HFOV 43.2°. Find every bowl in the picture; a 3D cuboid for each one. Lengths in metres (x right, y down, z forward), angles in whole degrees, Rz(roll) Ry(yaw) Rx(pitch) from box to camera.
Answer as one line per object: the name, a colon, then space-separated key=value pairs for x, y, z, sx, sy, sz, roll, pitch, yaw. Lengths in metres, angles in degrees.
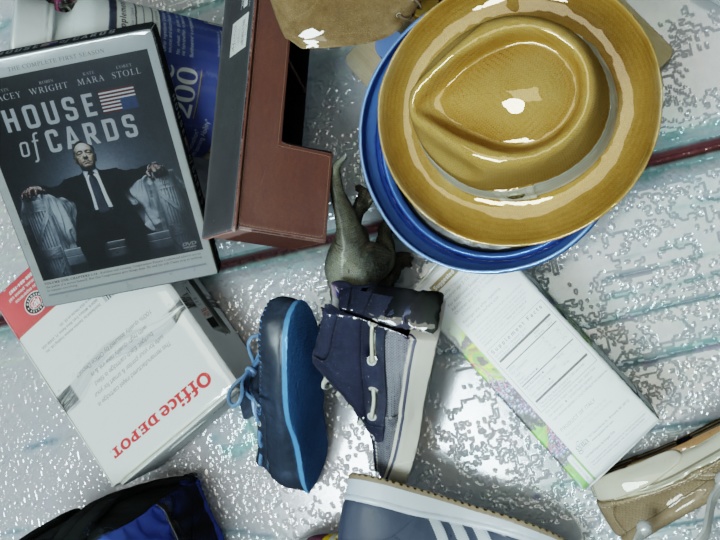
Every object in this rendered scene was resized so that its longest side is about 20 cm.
bowl: x=0.097 y=-0.099 z=0.670 sx=0.197 sy=0.039 sz=0.205 roll=0 pitch=90 yaw=19

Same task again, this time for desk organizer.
desk organizer: x=-0.066 y=-0.121 z=0.697 sx=0.076 sy=0.071 sz=0.204 roll=8 pitch=83 yaw=-28

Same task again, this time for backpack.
backpack: x=-0.200 y=0.269 z=0.738 sx=0.161 sy=0.200 sz=0.170 roll=-29 pitch=82 yaw=11

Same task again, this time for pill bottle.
pill bottle: x=-0.183 y=-0.158 z=0.743 sx=0.197 sy=0.111 sz=0.113 roll=7 pitch=90 yaw=-24

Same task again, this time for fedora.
fedora: x=0.097 y=-0.111 z=0.604 sx=0.197 sy=0.082 sz=0.205 roll=0 pitch=90 yaw=19

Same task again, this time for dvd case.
dvd case: x=-0.203 y=-0.075 z=0.700 sx=0.148 sy=0.025 sz=0.203 roll=-11 pitch=119 yaw=1

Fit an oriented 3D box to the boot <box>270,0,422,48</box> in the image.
boot: x=0.031 y=-0.211 z=0.659 sx=0.197 sy=0.074 sz=0.077 roll=-13 pitch=105 yaw=-2

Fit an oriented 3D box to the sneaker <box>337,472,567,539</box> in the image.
sneaker: x=0.071 y=0.238 z=0.707 sx=0.197 sy=0.070 sz=0.110 roll=18 pitch=70 yaw=-5

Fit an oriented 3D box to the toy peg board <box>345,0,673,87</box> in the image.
toy peg board: x=0.110 y=-0.179 z=0.725 sx=0.199 sy=0.098 sz=0.200 roll=-44 pitch=79 yaw=9

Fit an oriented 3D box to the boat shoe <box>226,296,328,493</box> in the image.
boat shoe: x=-0.071 y=0.107 z=0.731 sx=0.068 sy=0.084 sz=0.203 roll=13 pitch=125 yaw=18

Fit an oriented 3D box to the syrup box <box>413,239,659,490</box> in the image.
syrup box: x=0.137 y=0.064 z=0.721 sx=0.081 sy=0.079 sz=0.200 roll=-45 pitch=79 yaw=9

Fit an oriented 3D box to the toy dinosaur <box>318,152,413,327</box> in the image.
toy dinosaur: x=0.000 y=0.000 z=0.730 sx=0.076 sy=0.202 sz=0.103 roll=15 pitch=48 yaw=5

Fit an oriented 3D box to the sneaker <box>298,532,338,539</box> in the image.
sneaker: x=-0.007 y=0.317 z=0.762 sx=0.089 sy=0.075 sz=0.203 roll=-22 pitch=86 yaw=34

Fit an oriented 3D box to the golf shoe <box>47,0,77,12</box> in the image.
golf shoe: x=-0.238 y=-0.158 z=0.836 sx=0.201 sy=0.073 sz=0.092 roll=49 pitch=140 yaw=0

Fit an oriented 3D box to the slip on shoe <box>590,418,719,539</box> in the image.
slip on shoe: x=0.273 y=0.147 z=0.686 sx=0.198 sy=0.076 sz=0.061 roll=-28 pitch=77 yaw=15

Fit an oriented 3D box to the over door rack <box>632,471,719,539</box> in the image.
over door rack: x=0.312 y=0.201 z=0.638 sx=0.198 sy=0.067 sz=0.148 roll=-25 pitch=121 yaw=29

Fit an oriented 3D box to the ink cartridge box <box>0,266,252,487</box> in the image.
ink cartridge box: x=-0.201 y=0.061 z=0.803 sx=0.146 sy=0.083 sz=0.201 roll=-38 pitch=80 yaw=10

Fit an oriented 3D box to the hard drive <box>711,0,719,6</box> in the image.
hard drive: x=0.250 y=-0.322 z=0.730 sx=0.199 sy=0.027 sz=0.133 roll=38 pitch=97 yaw=13

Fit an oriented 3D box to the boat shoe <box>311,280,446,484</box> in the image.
boat shoe: x=0.008 y=0.089 z=0.716 sx=0.091 sy=0.075 sz=0.202 roll=12 pitch=128 yaw=6
